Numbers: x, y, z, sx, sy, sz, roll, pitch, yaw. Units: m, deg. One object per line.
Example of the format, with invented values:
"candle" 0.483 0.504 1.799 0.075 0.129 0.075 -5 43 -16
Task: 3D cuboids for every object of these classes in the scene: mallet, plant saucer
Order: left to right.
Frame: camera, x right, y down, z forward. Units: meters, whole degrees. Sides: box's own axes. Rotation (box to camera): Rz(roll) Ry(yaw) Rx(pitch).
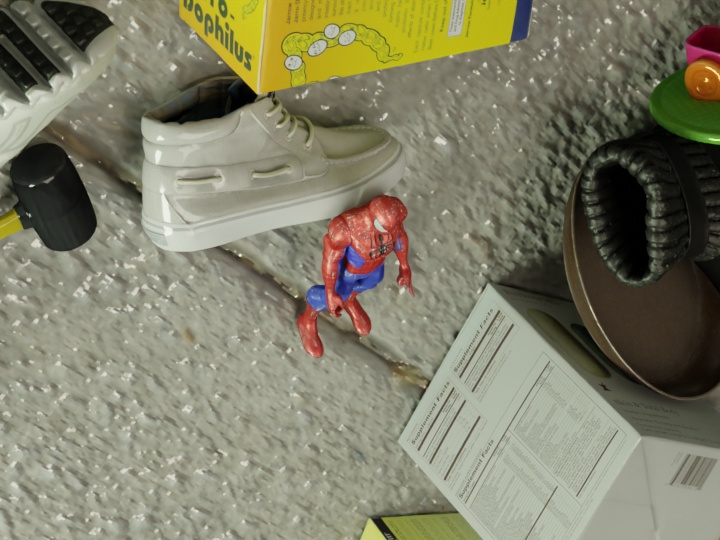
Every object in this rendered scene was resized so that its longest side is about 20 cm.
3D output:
"mallet" -0.259 -0.015 1.386 0.199 0.041 0.066 -24 133 -15
"plant saucer" 0.212 0.002 1.672 0.199 0.202 0.032 14 154 -42

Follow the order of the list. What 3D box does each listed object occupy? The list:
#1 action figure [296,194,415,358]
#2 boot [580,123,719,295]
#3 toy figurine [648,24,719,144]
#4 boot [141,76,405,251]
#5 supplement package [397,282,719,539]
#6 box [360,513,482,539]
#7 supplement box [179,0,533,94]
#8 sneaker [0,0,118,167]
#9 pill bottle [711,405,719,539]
"action figure" 0.000 0.000 1.518 0.065 0.052 0.200 -20 158 -18
"boot" 0.249 -0.015 1.634 0.079 0.212 0.158 -35 179 34
"toy figurine" 0.294 -0.197 1.572 0.150 0.199 0.185 -37 130 -44
"boot" -0.053 -0.084 1.462 0.199 0.073 0.096 -20 124 -33
"supplement package" 0.164 0.135 1.692 0.151 0.200 0.151 13 114 -42
"box" 0.094 0.234 1.808 0.199 0.075 0.050 0 123 -38
"supplement box" 0.001 -0.196 1.390 0.199 0.109 0.110 -14 128 -28
"sneaker" -0.229 -0.089 1.335 0.199 0.075 0.081 -34 149 -8
"pill bottle" 0.269 0.221 1.900 0.111 0.112 0.201 -2 122 -35
